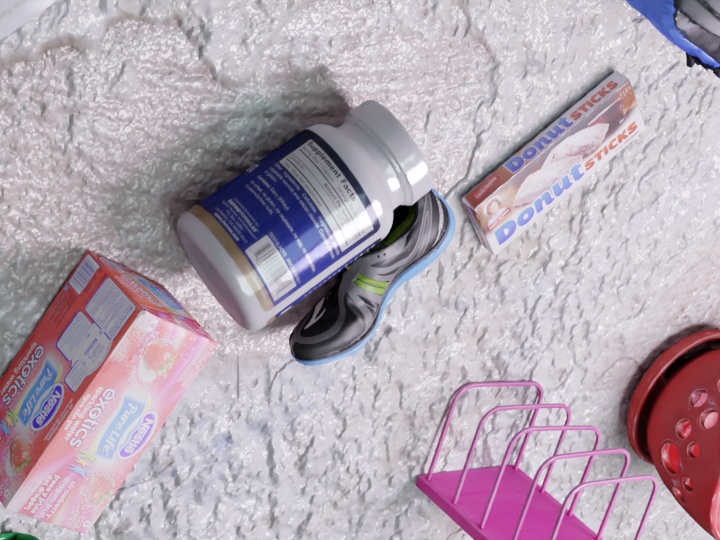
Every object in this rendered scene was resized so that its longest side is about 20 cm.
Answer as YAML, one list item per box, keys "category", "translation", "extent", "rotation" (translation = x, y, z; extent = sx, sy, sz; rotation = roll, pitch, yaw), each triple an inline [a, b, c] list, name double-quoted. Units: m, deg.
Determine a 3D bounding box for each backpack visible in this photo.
- category: "backpack"
  translation: [0.323, -0.262, 1.572]
  extent: [0.199, 0.168, 0.163]
  rotation: [21, 103, -40]

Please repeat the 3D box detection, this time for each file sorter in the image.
- category: "file sorter"
  translation: [0.182, 0.211, 1.770]
  extent: [0.138, 0.200, 0.126]
  rotation: [0, 116, -38]

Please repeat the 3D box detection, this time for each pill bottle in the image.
- category: "pill bottle"
  translation: [-0.044, -0.050, 1.466]
  extent: [0.200, 0.116, 0.116]
  rotation: [-36, 135, -13]

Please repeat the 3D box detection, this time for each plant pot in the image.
- category: "plant pot"
  translation: [0.405, 0.177, 1.931]
  extent: [0.200, 0.182, 0.201]
  rotation: [-21, 131, -26]

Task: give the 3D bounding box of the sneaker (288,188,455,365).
- category: "sneaker"
  translation: [0.000, 0.000, 1.577]
  extent: [0.200, 0.071, 0.083]
  rotation: [-49, 132, -7]

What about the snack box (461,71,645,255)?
- category: "snack box"
  translation: [0.186, -0.103, 1.678]
  extent: [0.200, 0.024, 0.072]
  rotation: [-40, 137, -10]

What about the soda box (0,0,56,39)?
- category: "soda box"
  translation: [-0.241, -0.221, 1.225]
  extent: [0.200, 0.068, 0.064]
  rotation: [-38, 135, -11]

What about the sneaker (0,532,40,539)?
- category: "sneaker"
  translation: [-0.293, 0.280, 1.530]
  extent: [0.084, 0.074, 0.200]
  rotation: [-44, 136, 1]

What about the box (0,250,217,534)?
- category: "box"
  translation: [-0.224, 0.101, 1.440]
  extent: [0.094, 0.103, 0.200]
  rotation: [28, 99, -46]
